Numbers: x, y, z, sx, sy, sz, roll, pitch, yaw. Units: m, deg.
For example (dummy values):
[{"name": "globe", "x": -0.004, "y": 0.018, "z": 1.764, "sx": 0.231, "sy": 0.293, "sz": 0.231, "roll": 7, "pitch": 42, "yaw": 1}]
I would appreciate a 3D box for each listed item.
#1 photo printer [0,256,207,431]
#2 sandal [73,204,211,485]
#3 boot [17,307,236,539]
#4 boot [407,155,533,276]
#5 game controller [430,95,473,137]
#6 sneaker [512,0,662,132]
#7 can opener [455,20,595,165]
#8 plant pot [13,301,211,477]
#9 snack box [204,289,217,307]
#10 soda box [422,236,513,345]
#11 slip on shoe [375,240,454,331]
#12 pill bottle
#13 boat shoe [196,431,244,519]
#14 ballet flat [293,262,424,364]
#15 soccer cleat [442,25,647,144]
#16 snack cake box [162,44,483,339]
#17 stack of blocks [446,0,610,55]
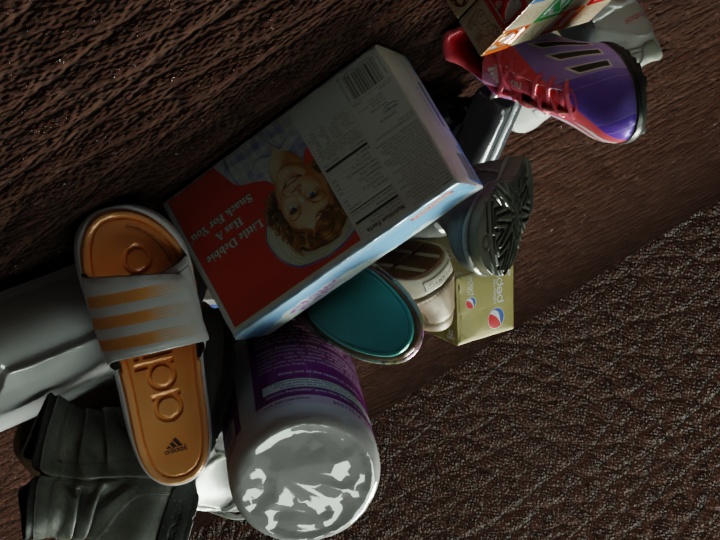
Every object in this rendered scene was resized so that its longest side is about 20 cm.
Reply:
[{"name": "photo printer", "x": -0.212, "y": 0.047, "z": 1.183, "sx": 0.199, "sy": 0.070, "sz": 0.166, "roll": -24, "pitch": 167, "yaw": -35}, {"name": "sandal", "x": -0.137, "y": 0.056, "z": 1.079, "sx": 0.078, "sy": 0.209, "sz": 0.059, "roll": -17, "pitch": -164, "yaw": -13}, {"name": "boot", "x": -0.171, "y": 0.110, "z": 1.146, "sx": 0.129, "sy": 0.202, "sz": 0.068, "roll": 17, "pitch": 174, "yaw": -16}, {"name": "boot", "x": 0.024, "y": -0.038, "z": 1.204, "sx": 0.198, "sy": 0.073, "sz": 0.182, "roll": -1, "pitch": -164, "yaw": 17}, {"name": "game controller", "x": 0.023, "y": -0.107, "z": 1.248, "sx": 0.103, "sy": 0.043, "sz": 0.199, "roll": -20, "pitch": 175, "yaw": 26}, {"name": "sneaker", "x": 0.174, "y": -0.150, "z": 1.274, "sx": 0.077, "sy": 0.100, "sz": 0.200, "roll": -25, "pitch": 168, "yaw": -27}, {"name": "can opener", "x": 0.116, "y": -0.124, "z": 1.241, "sx": 0.053, "sy": 0.066, "sz": 0.201, "roll": -34, "pitch": 158, "yaw": -47}, {"name": "plant pot", "x": -0.183, "y": 0.123, "z": 1.312, "sx": 0.199, "sy": 0.093, "sz": 0.201, "roll": -28, "pitch": -157, "yaw": 13}, {"name": "snack box", "x": -0.158, "y": 0.058, "z": 1.461, "sx": 0.071, "sy": 0.025, "sz": 0.200, "roll": 0, "pitch": 154, "yaw": -29}, {"name": "soda box", "x": 0.051, "y": 0.004, "z": 1.423, "sx": 0.067, "sy": 0.065, "sz": 0.199, "roll": -15, "pitch": -158, "yaw": -32}, {"name": "slip on shoe", "x": 0.000, "y": 0.000, "z": 1.296, "sx": 0.199, "sy": 0.061, "sz": 0.076, "roll": 13, "pitch": -134, "yaw": 41}, {"name": "pill bottle", "x": -0.052, "y": 0.104, "z": 1.192, "sx": 0.112, "sy": 0.113, "sz": 0.201, "roll": -32, "pitch": -153, "yaw": 8}, {"name": "boat shoe", "x": -0.090, "y": 0.168, "z": 1.273, "sx": 0.075, "sy": 0.086, "sz": 0.202, "roll": -65, "pitch": 161, "yaw": 12}, {"name": "ballet flat", "x": -0.031, "y": 0.017, "z": 1.189, "sx": 0.070, "sy": 0.198, "sz": 0.071, "roll": -63, "pitch": 157, "yaw": -7}, {"name": "soccer cleat", "x": 0.125, "y": -0.131, "z": 1.073, "sx": 0.072, "sy": 0.069, "sz": 0.200, "roll": -7, "pitch": -155, "yaw": -21}, {"name": "snack cake box", "x": -0.028, "y": -0.053, "z": 1.114, "sx": 0.199, "sy": 0.116, "sz": 0.067, "roll": -34, "pitch": 169, "yaw": 17}, {"name": "stack of blocks", "x": 0.160, "y": -0.217, "z": 1.036, "sx": 0.199, "sy": 0.059, "sz": 0.115, "roll": -23, "pitch": 167, "yaw": -39}]
